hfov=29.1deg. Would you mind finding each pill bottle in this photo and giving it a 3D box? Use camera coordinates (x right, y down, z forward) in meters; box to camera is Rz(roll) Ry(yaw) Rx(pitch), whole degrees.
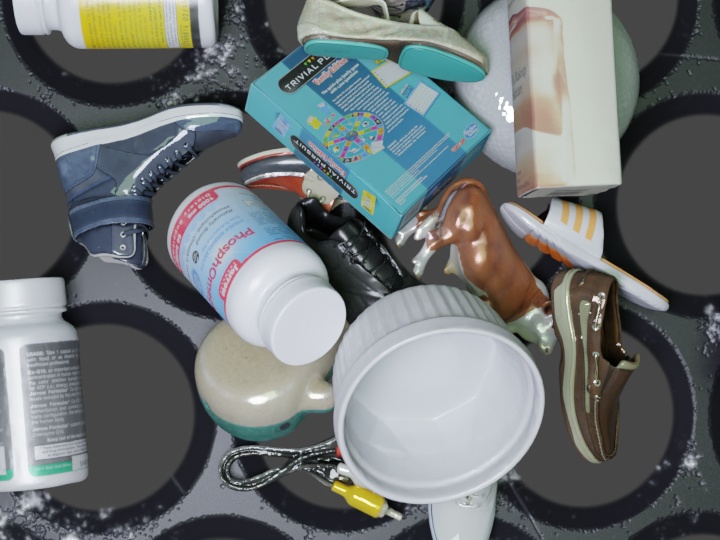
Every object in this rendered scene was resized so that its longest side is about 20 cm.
[{"bbox_3d":[-0.243,-0.279,1.392,0.197,0.111,0.113,-2,88,-3],"label":"pill bottle"},{"bbox_3d":[-0.099,0.004,1.339,0.108,0.200,0.110,-19,129,-26],"label":"pill bottle"},{"bbox_3d":[-0.331,0.111,1.372,0.111,0.113,0.203,-5,88,-3],"label":"pill bottle"}]

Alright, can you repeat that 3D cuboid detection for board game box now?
[{"bbox_3d":[0.008,-0.149,1.383,0.200,0.047,0.151,41,59,11],"label":"board game box"}]

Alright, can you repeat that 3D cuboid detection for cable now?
[{"bbox_3d":[-0.044,0.192,1.413,0.197,0.050,0.099,9,84,-3],"label":"cable"}]

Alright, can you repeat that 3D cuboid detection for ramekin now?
[{"bbox_3d":[0.065,0.110,1.308,0.197,0.105,0.203,-6,122,-9],"label":"ramekin"}]

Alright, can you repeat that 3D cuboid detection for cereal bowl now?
[{"bbox_3d":[0.195,-0.199,1.424,0.197,0.083,0.203,0,88,-2],"label":"cereal bowl"}]

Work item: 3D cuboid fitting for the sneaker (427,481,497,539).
[{"bbox_3d":[0.110,0.202,1.409,0.072,0.071,0.203,6,87,-2],"label":"sneaker"}]

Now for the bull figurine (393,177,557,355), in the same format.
[{"bbox_3d":[0.124,0.008,1.415,0.120,0.065,0.202,-29,97,-1],"label":"bull figurine"}]

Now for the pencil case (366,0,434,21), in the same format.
[{"bbox_3d":[0.042,-0.307,1.361,0.088,0.200,0.079,-17,84,-1],"label":"pencil case"}]

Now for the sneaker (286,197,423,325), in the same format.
[{"bbox_3d":[0.000,0.000,1.371,0.198,0.091,0.076,30,49,18],"label":"sneaker"}]

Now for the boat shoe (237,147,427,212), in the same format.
[{"bbox_3d":[-0.027,-0.090,1.417,0.197,0.071,0.064,-1,84,-9],"label":"boat shoe"}]

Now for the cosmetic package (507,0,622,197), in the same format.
[{"bbox_3d":[0.194,-0.176,1.331,0.086,0.103,0.203,-2,87,-3],"label":"cosmetic package"}]

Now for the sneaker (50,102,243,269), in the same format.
[{"bbox_3d":[-0.203,-0.081,1.396,0.199,0.077,0.148,-14,77,7],"label":"sneaker"}]

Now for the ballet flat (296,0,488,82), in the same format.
[{"bbox_3d":[0.037,-0.235,1.369,0.197,0.067,0.063,9,75,-10],"label":"ballet flat"}]

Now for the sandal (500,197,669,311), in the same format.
[{"bbox_3d":[0.237,-0.029,1.427,0.205,0.079,0.060,30,85,-10],"label":"sandal"}]

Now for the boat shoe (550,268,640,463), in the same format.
[{"bbox_3d":[0.242,0.099,1.393,0.074,0.075,0.205,-2,108,35],"label":"boat shoe"}]

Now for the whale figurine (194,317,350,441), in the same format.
[{"bbox_3d":[-0.071,0.095,1.400,0.199,0.105,0.159,-30,54,-24],"label":"whale figurine"}]
